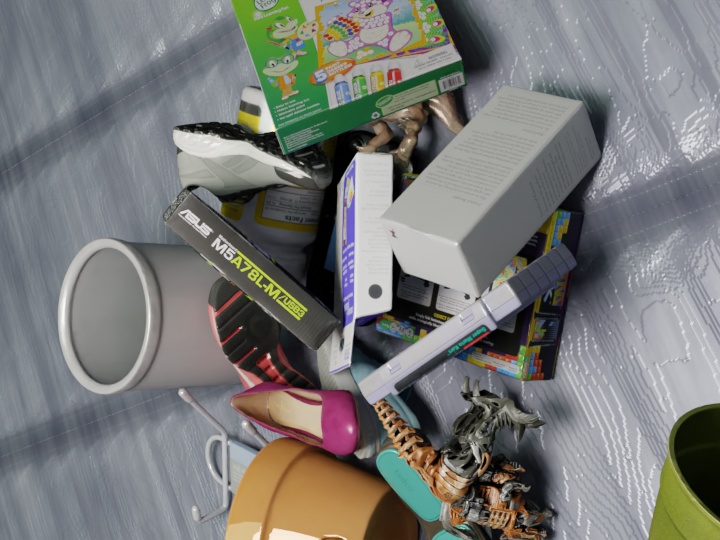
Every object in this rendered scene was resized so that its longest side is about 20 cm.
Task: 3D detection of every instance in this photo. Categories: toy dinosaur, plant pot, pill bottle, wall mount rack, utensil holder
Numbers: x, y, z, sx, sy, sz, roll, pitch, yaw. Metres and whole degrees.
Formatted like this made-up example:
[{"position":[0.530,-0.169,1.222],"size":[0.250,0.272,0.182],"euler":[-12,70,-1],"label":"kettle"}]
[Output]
[{"position":[0.104,0.180,1.440],"size":[0.137,0.199,0.102],"euler":[-57,31,-4],"label":"toy dinosaur"},{"position":[0.038,-0.189,1.580],"size":[0.198,0.086,0.136],"euler":[12,57,27],"label":"toy dinosaur"},{"position":[0.310,0.246,1.232],"size":[0.200,0.199,0.195],"euler":[43,129,36],"label":"plant pot"},{"position":[-0.092,-0.093,1.673],"size":[0.114,0.113,0.203],"euler":[20,102,43],"label":"pill bottle"},{"position":[-0.137,0.221,1.715],"size":[0.199,0.074,0.176],"euler":[19,118,43],"label":"wall mount rack"},{"position":[-0.030,0.279,1.561],"size":[0.138,0.199,0.203],"euler":[4,91,28],"label":"plant pot"},{"position":[-0.213,0.054,1.727],"size":[0.169,0.199,0.172],"euler":[-3,85,44],"label":"utensil holder"}]

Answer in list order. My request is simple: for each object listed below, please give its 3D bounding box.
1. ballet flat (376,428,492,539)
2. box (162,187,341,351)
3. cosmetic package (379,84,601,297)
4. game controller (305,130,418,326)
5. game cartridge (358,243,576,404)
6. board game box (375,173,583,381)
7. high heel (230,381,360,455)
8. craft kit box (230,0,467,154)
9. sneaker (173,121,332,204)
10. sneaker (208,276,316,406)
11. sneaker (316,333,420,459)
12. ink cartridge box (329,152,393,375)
[{"position":[0.090,0.241,1.503],"size":[0.068,0.068,0.201],"euler":[-26,96,37],"label":"ballet flat"},{"position":[-0.114,-0.005,1.532],"size":[0.048,0.193,0.200],"euler":[-47,8,-2],"label":"box"},{"position":[0.123,-0.077,1.411],"size":[0.101,0.200,0.072],"euler":[19,146,43],"label":"cosmetic package"},{"position":[0.002,-0.045,1.629],"size":[0.104,0.042,0.202],"euler":[26,107,42],"label":"game controller"},{"position":[0.097,0.052,1.396],"size":[0.199,0.129,0.039],"euler":[-37,90,36],"label":"game cartridge"},{"position":[0.114,0.003,1.508],"size":[0.199,0.056,0.168],"euler":[18,99,42],"label":"board game box"},{"position":[-0.065,0.151,1.546],"size":[0.200,0.095,0.068],"euler":[180,90,-71],"label":"high heel"},{"position":[-0.015,-0.234,1.546],"size":[0.198,0.049,0.199],"euler":[-21,51,0],"label":"craft kit box"},{"position":[-0.111,-0.105,1.585],"size":[0.198,0.074,0.080],"euler":[13,109,34],"label":"sneaker"},{"position":[-0.119,0.098,1.677],"size":[0.087,0.073,0.202],"euler":[4,126,63],"label":"sneaker"},{"position":[0.009,0.125,1.609],"size":[0.201,0.081,0.075],"euler":[-117,25,-50],"label":"sneaker"},{"position":[0.000,0.000,1.497],"size":[0.198,0.043,0.203],"euler":[140,134,-81],"label":"ink cartridge box"}]
